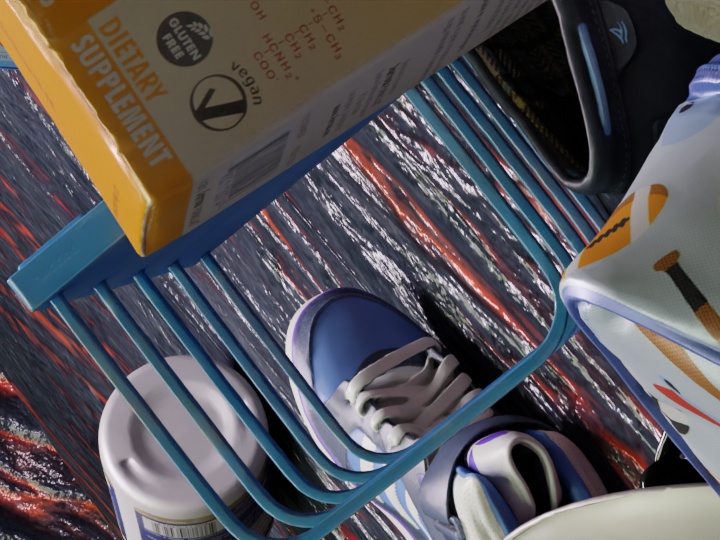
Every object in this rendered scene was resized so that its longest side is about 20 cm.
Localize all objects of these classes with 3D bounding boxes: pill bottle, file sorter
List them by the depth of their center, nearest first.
[{"bbox_3d":[0.000,0.000,0.864,0.123,0.139,0.200,52,-169,3],"label":"file sorter"},{"bbox_3d":[-0.113,0.144,1.756,0.111,0.111,0.200,52,165,20],"label":"pill bottle"}]

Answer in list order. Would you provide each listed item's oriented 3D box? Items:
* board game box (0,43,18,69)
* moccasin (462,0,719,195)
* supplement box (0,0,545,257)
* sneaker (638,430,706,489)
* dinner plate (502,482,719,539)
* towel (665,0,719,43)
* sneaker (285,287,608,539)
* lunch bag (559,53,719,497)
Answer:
[{"bbox_3d":[-0.123,-0.160,0.952,0.037,0.150,0.201,-93,8,-46],"label":"board game box"},{"bbox_3d":[0.035,-0.107,0.756,0.200,0.068,0.081,50,140,22],"label":"moccasin"},{"bbox_3d":[-0.003,-0.112,0.634,0.126,0.200,0.074,55,170,5],"label":"supplement box"},{"bbox_3d":[0.131,0.075,0.781,0.070,0.099,0.201,41,158,55],"label":"sneaker"},{"bbox_3d":[0.132,0.112,0.749,0.199,0.024,0.200,10,152,6],"label":"dinner plate"},{"bbox_3d":[0.085,-0.135,0.512,0.133,0.034,0.201,-140,40,-66],"label":"towel"},{"bbox_3d":[0.046,0.072,1.146,0.201,0.080,0.147,58,158,13],"label":"sneaker"},{"bbox_3d":[0.127,0.037,0.510,0.160,0.076,0.200,28,167,36],"label":"lunch bag"}]
